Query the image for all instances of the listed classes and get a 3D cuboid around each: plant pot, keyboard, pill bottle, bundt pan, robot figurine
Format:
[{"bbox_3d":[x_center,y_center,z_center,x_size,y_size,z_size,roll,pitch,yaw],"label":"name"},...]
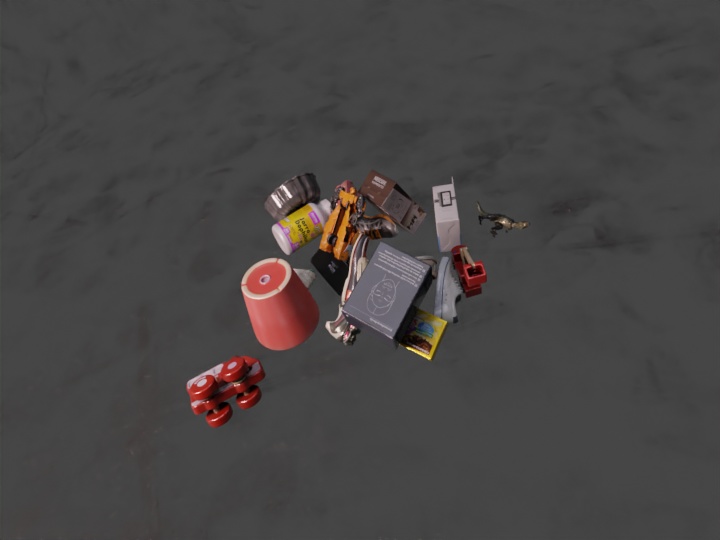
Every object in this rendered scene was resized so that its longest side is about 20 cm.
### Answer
[{"bbox_3d":[-0.225,0.080,1.407,0.195,0.180,0.204,-9,45,9],"label":"plant pot"},{"bbox_3d":[-0.067,-0.010,1.555,0.104,0.040,0.200,-47,48,4],"label":"keyboard"},{"bbox_3d":[-0.174,-0.143,1.655,0.198,0.106,0.104,-34,47,-15],"label":"pill bottle"},{"bbox_3d":[-0.209,-0.224,1.699,0.199,0.202,0.077,-33,80,-14],"label":"bundt pan"},{"bbox_3d":[-0.047,-0.141,1.513,0.144,0.057,0.205,29,101,42],"label":"robot figurine"}]

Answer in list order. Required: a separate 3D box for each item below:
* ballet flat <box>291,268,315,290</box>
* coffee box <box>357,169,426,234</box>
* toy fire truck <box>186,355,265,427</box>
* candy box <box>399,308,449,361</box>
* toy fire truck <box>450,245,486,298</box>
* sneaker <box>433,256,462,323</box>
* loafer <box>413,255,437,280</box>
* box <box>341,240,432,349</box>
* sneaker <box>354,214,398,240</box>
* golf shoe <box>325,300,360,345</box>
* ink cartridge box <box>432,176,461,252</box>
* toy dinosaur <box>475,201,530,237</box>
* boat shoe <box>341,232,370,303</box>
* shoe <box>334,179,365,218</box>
[{"bbox_3d":[-0.226,0.023,1.543,0.195,0.073,0.073,4,48,22],"label":"ballet flat"},{"bbox_3d":[0.096,-0.199,1.545,0.112,0.199,0.081,37,92,39],"label":"coffee box"},{"bbox_3d":[-0.340,0.278,1.317,0.197,0.114,0.168,-29,27,-12],"label":"toy fire truck"},{"bbox_3d":[0.116,0.138,1.317,0.197,0.026,0.104,23,80,30],"label":"candy box"},{"bbox_3d":[0.276,-0.010,1.357,0.047,0.143,0.203,-14,45,3],"label":"toy fire truck"},{"bbox_3d":[0.232,0.055,1.369,0.069,0.074,0.204,5,58,9],"label":"sneaker"},{"bbox_3d":[0.118,0.006,1.447,0.194,0.073,0.064,-9,51,5],"label":"loafer"},{"bbox_3d":[0.068,0.061,1.276,0.146,0.107,0.203,27,74,18],"label":"box"},{"bbox_3d":[0.029,-0.122,1.596,0.196,0.079,0.078,10,51,38],"label":"sneaker"},{"bbox_3d":[-0.009,0.094,1.370,0.087,0.078,0.202,30,67,16],"label":"golf shoe"},{"bbox_3d":[0.251,-0.167,1.533,0.066,0.118,0.203,-6,45,9],"label":"ink cartridge box"},{"bbox_3d":[0.390,-0.144,1.518,0.087,0.048,0.198,-28,43,-31],"label":"toy dinosaur"},{"bbox_3d":[0.000,0.000,1.443,0.061,0.071,0.206,11,84,15],"label":"boat shoe"},{"bbox_3d":[-0.056,-0.221,1.649,0.071,0.092,0.200,-32,5,32],"label":"shoe"}]
